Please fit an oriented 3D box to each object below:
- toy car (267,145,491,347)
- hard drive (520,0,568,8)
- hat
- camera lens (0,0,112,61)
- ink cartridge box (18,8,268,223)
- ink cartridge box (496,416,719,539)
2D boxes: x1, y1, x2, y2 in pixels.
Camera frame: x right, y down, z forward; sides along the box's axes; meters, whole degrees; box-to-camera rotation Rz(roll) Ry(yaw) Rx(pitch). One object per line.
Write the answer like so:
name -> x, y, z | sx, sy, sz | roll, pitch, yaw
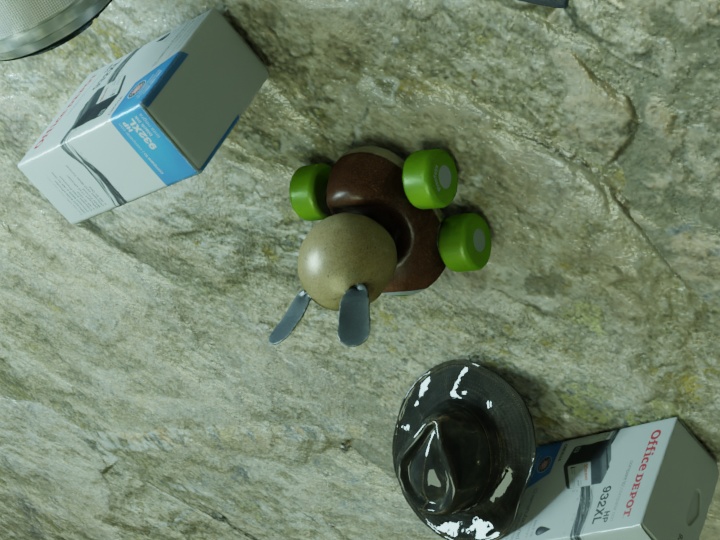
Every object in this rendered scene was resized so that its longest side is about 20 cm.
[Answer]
toy car -> 0.000, 0.000, 1.246 | 0.163, 0.201, 0.158 | -5, 132, 36
hard drive -> 0.074, -0.280, 1.009 | 0.199, 0.042, 0.135 | 20, 142, 13
hat -> 0.087, 0.196, 1.428 | 0.200, 0.081, 0.202 | 2, 94, 41
camera lens -> -0.306, -0.292, 1.140 | 0.159, 0.160, 0.201 | -1, 134, 33
ink cartridge box -> -0.202, -0.140, 1.248 | 0.199, 0.146, 0.084 | -16, 125, 43
ink cartridge box -> 0.256, 0.248, 1.412 | 0.199, 0.145, 0.084 | -21, 119, 45
